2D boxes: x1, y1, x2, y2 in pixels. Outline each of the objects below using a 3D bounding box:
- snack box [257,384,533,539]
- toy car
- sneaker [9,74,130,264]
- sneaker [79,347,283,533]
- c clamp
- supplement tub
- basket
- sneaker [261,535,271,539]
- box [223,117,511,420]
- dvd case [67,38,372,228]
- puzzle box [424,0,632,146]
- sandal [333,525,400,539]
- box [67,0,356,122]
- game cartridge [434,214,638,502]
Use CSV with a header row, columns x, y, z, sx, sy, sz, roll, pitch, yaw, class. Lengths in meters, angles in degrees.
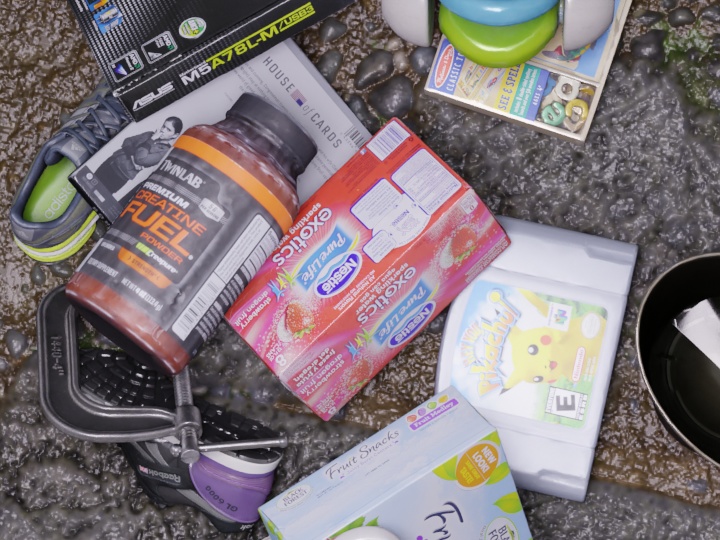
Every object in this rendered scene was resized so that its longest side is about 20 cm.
x,y,z,sx,sy,sz,roll,pitch,yaw,class
0.037,0.206,1.580,0.168,0.200,0.068,-31,42,-14,snack box
0.103,-0.253,1.628,0.174,0.150,0.201,3,85,4,toy car
-0.200,-0.095,1.692,0.074,0.081,0.200,31,87,6,sneaker
-0.159,0.133,1.673,0.200,0.076,0.088,27,116,20,sneaker
-0.158,0.073,1.652,0.170,0.027,0.200,-5,43,-14,c clamp
-0.116,-0.031,1.598,0.107,0.107,0.200,35,78,6,supplement tub
0.270,0.076,1.587,0.180,0.200,0.136,44,88,5,basket
-0.029,0.213,1.649,0.200,0.086,0.078,-37,82,-1,sneaker
0.000,0.000,1.648,0.200,0.095,0.100,-44,55,-2,box
-0.099,-0.079,1.673,0.200,0.025,0.150,-43,100,-15,dvd case
0.142,-0.211,1.710,0.133,0.025,0.201,18,86,6,puzzle box
0.028,0.265,1.502,0.082,0.050,0.203,-26,113,9,sandal
-0.128,-0.233,1.677,0.193,0.048,0.200,-30,55,3,box
0.127,0.064,1.680,0.133,0.040,0.201,11,85,8,game cartridge
